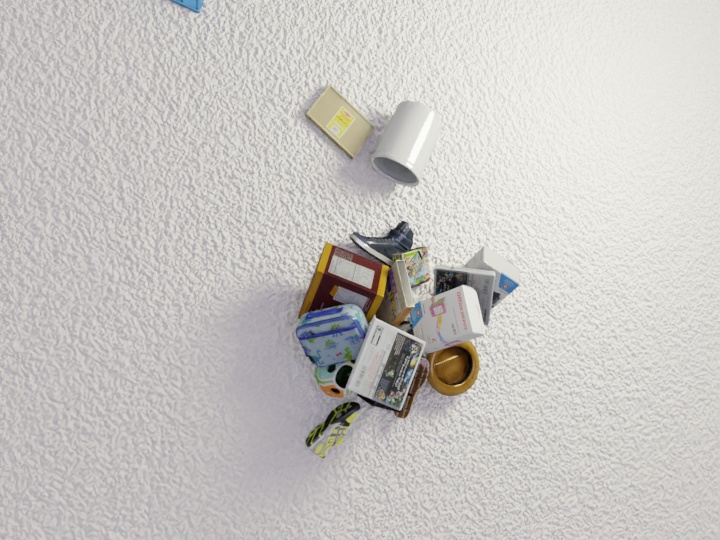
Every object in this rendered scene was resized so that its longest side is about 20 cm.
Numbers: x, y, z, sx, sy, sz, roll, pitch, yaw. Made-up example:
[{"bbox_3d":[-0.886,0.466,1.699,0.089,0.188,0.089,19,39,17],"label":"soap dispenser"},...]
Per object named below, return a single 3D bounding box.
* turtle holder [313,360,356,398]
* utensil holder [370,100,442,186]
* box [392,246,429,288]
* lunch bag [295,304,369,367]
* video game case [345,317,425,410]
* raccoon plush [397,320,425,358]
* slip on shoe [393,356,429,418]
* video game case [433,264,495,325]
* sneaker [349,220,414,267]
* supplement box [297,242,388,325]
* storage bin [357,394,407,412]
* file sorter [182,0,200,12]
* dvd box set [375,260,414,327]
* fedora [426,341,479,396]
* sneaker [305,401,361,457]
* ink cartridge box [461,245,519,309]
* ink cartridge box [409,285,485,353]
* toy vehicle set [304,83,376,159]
[{"bbox_3d":[-0.045,0.293,1.671,0.184,0.132,0.142,-33,97,-14],"label":"turtle holder"},{"bbox_3d":[0.143,-0.389,1.729,0.168,0.170,0.203,27,79,-13],"label":"utensil holder"},{"bbox_3d":[0.157,-0.008,1.716,0.034,0.199,0.113,-2,97,29],"label":"box"},{"bbox_3d":[-0.073,0.180,1.569,0.196,0.083,0.163,-12,121,18],"label":"lunch bag"},{"bbox_3d":[0.072,0.257,1.539,0.180,0.023,0.203,26,81,-24],"label":"video game case"},{"bbox_3d":[0.109,0.247,1.734,0.197,0.096,0.136,-23,98,-21],"label":"raccoon plush"},{"bbox_3d":[0.155,0.356,1.739,0.075,0.061,0.204,18,98,2],"label":"slip on shoe"},{"bbox_3d":[0.314,0.077,1.729,0.178,0.024,0.203,7,130,13],"label":"video game case"},{"bbox_3d":[0.073,-0.105,1.737,0.200,0.077,0.148,29,92,-23],"label":"sneaker"},{"bbox_3d":[-0.050,0.064,1.612,0.197,0.199,0.134,21,38,-5],"label":"supplement box"},{"bbox_3d":[0.068,0.327,1.666,0.092,0.200,0.138,16,84,-15],"label":"storage bin"},{"bbox_3d":[-0.524,-0.850,1.572,0.197,0.122,0.141,20,84,-15],"label":"file sorter"},{"bbox_3d":[0.090,0.086,1.616,0.029,0.201,0.149,2,58,-22],"label":"dvd box set"},{"bbox_3d":[0.281,0.299,1.791,0.197,0.082,0.205,1,87,-21],"label":"fedora"},{"bbox_3d":[-0.072,0.476,1.695,0.199,0.075,0.077,-40,106,-3],"label":"sneaker"},{"bbox_3d":[0.380,0.042,1.762,0.143,0.200,0.085,31,41,-11],"label":"ink cartridge box"},{"bbox_3d":[0.255,0.146,1.674,0.084,0.198,0.147,17,56,-51],"label":"ink cartridge box"},{"bbox_3d":[-0.060,-0.459,1.743,0.199,0.026,0.125,41,78,-11],"label":"toy vehicle set"}]
